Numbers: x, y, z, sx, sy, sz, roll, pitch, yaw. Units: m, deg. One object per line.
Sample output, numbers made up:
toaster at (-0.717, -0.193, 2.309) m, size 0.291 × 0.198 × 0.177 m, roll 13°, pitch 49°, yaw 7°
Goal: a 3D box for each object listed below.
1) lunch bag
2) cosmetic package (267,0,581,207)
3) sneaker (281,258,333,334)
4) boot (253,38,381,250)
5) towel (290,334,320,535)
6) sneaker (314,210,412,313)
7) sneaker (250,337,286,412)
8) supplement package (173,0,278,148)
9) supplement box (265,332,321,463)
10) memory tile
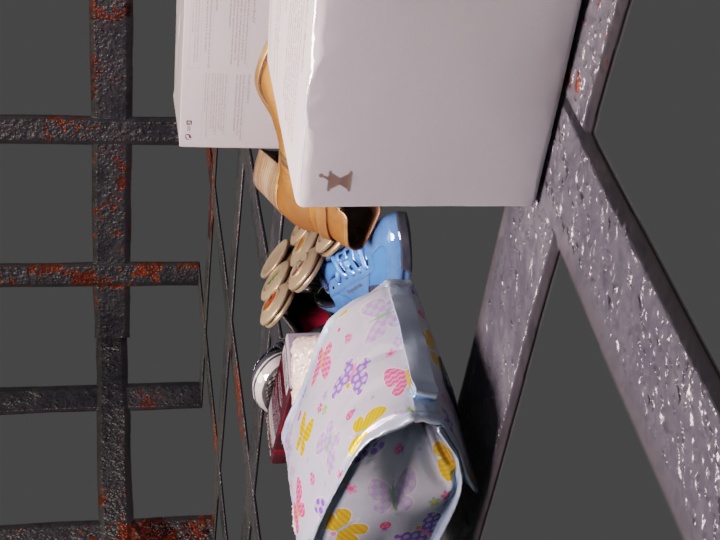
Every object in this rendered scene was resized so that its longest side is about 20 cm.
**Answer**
lunch bag at (0.019, 0.132, 1.031) m, size 0.170 × 0.127 × 0.200 m, roll -104°, pitch 28°, yaw -52°
cosmetic package at (0.030, -0.164, 0.870) m, size 0.200 × 0.166 × 0.168 m, roll -104°, pitch 17°, yaw -50°
sneaker at (-0.055, 0.031, 1.474) m, size 0.084 × 0.077 × 0.200 m, roll 52°, pitch -175°, yaw -40°
boot at (-0.030, -0.129, 1.199) m, size 0.155 × 0.074 × 0.200 m, roll 35°, pitch 129°, yaw 42°
towel at (-0.007, 0.156, 1.195) m, size 0.034 × 0.132 × 0.200 m, roll 8°, pitch -102°, yaw -59°
sneaker at (0.000, 0.000, 1.252) m, size 0.200 × 0.078 × 0.066 m, roll 120°, pitch 149°, yaw -65°
sneaker at (-0.092, 0.121, 1.484) m, size 0.079 × 0.078 × 0.200 m, roll 39°, pitch 179°, yaw 22°
supplement package at (-0.107, -0.253, 1.451) m, size 0.147 × 0.200 × 0.191 m, roll -108°, pitch 21°, yaw -56°
supplement box at (-0.035, 0.136, 1.348) m, size 0.200 × 0.109 × 0.061 m, roll 107°, pitch 159°, yaw -58°
memory tile at (-0.042, -0.041, 1.310) m, size 0.200 × 0.017 × 0.153 m, roll -50°, pitch 17°, yaw 21°
